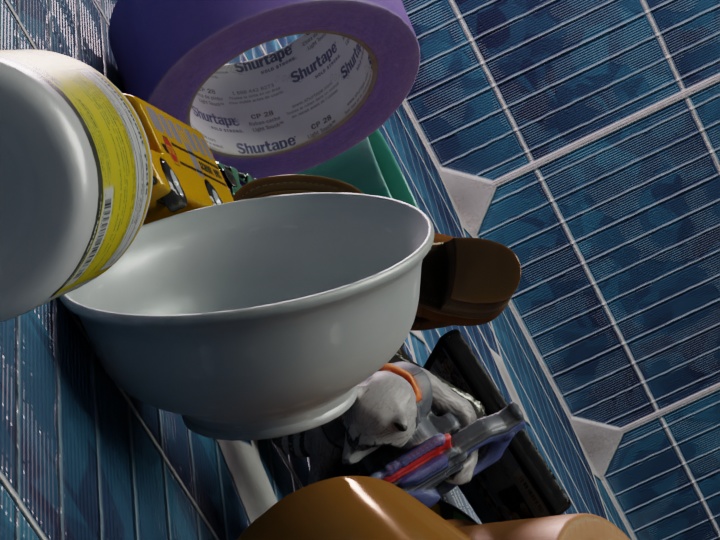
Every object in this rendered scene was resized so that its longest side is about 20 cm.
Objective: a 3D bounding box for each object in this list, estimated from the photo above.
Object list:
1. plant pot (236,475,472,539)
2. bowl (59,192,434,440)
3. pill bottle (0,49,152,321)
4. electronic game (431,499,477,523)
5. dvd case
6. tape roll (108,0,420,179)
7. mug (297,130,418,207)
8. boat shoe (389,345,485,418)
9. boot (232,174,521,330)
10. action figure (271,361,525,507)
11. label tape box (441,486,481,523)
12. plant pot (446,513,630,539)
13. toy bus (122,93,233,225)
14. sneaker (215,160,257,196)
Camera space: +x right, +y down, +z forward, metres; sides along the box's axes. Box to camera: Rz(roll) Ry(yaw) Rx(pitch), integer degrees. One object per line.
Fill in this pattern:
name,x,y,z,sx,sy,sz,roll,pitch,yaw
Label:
plant pot,0.017,0.206,1.305,0.183,0.200,0.200,49,-7,48
bowl,-0.054,0.031,1.372,0.201,0.200,0.091,-92,174,-72
pill bottle,-0.153,-0.040,1.131,0.113,0.112,0.200,65,7,-2
electronic game,0.069,0.249,1.796,0.200,0.042,0.200,38,35,-34
dvd case,0.086,0.125,1.809,0.143,0.018,0.200,57,-13,10
tape roll,-0.065,-0.151,1.768,0.200,0.200,0.085,52,15,-60
mug,-0.021,-0.040,2.047,0.185,0.114,0.152,51,16,-58
boat shoe,-0.010,0.048,1.592,0.201,0.061,0.072,24,-21,7
boot,0.000,0.000,1.702,0.155,0.199,0.074,139,-33,-77
action figure,-0.018,0.113,1.476,0.105,0.200,0.194,56,-25,13
label tape box,0.048,0.187,1.927,0.200,0.066,0.144,-3,66,-56
plant pot,0.111,0.244,1.689,0.200,0.140,0.201,34,42,-38
toy bus,-0.129,-0.052,1.518,0.078,0.065,0.200,66,7,8
sneaker,-0.081,-0.050,1.763,0.075,0.087,0.200,69,8,27
